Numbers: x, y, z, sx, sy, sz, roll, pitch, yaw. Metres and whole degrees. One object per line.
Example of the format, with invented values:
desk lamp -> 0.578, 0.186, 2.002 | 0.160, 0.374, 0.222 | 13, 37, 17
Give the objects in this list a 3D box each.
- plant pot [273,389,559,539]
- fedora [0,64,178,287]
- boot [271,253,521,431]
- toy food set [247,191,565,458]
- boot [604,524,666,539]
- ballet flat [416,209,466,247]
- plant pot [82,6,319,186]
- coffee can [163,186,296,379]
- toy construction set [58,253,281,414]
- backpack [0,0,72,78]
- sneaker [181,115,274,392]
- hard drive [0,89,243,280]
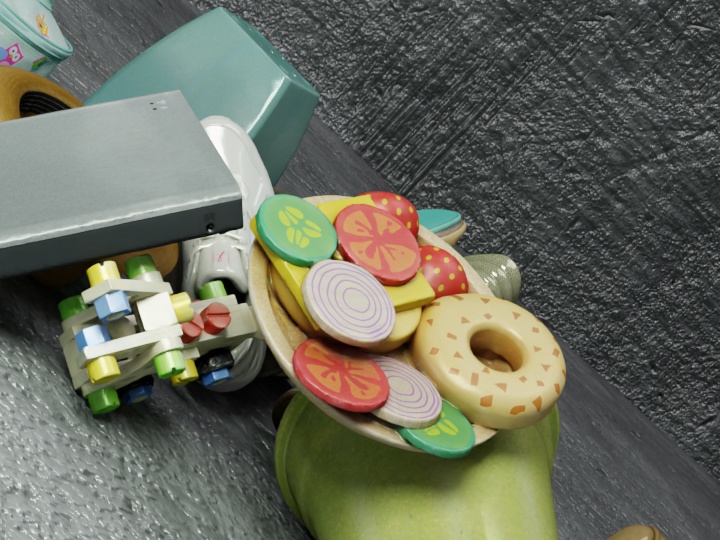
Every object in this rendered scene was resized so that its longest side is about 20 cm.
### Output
plant pot -> 0.050, 0.171, 1.050 | 0.200, 0.200, 0.185 | 39, 22, -30
fedora -> -0.214, -0.051, 1.135 | 0.201, 0.082, 0.201 | 45, 15, -15
boot -> 0.027, 0.067, 1.217 | 0.072, 0.154, 0.200 | 50, -36, 0
toy food set -> 0.020, 0.028, 1.000 | 0.197, 0.049, 0.201 | -13, 61, -44
boot -> 0.119, 0.201, 1.252 | 0.200, 0.175, 0.066 | 46, -24, -5
ballet flat -> 0.000, 0.000, 1.202 | 0.199, 0.064, 0.068 | -14, 20, -41
plant pot -> -0.140, -0.110, 1.362 | 0.141, 0.200, 0.141 | 45, 8, 13
coffee can -> -0.057, 0.017, 1.333 | 0.146, 0.146, 0.200 | 46, 8, 16
toy construction set -> -0.101, 0.039, 1.023 | 0.198, 0.131, 0.093 | 6, 63, -33
backpack -> -0.311, -0.222, 1.276 | 0.201, 0.153, 0.176 | 56, 8, 27
sneaker -> -0.096, -0.015, 1.181 | 0.099, 0.077, 0.203 | 129, -44, -84
hard drive -> -0.184, -0.049, 0.981 | 0.140, 0.198, 0.033 | -125, -152, -51
